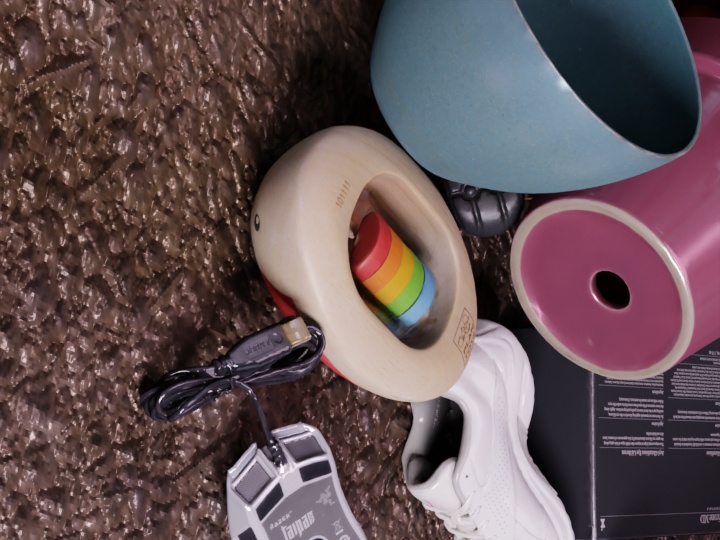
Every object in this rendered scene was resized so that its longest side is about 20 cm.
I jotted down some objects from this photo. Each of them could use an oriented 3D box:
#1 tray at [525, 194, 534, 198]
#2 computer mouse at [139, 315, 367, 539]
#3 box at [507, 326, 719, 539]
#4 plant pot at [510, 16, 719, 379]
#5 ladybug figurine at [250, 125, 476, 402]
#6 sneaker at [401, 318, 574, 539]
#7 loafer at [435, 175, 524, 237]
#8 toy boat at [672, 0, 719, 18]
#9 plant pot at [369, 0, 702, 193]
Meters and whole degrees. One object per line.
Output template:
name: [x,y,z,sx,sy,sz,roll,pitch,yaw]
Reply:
tray: [0.120,-0.149,1.556,0.098,0.037,0.202,-3,90,-55]
computer mouse: [-0.048,0.124,1.288,0.109,0.044,0.201,-31,119,-29]
box: [0.176,0.111,1.586,0.199,0.078,0.142,7,79,-55]
plant pot: [0.191,-0.033,1.457,0.179,0.199,0.201,-42,121,-42]
ladybug figurine: [0.000,0.000,1.344,0.200,0.072,0.136,50,49,-40]
sneaker: [0.067,0.138,1.446,0.099,0.078,0.201,-24,100,-45]
loafer: [0.062,-0.120,1.457,0.070,0.068,0.202,152,-72,-90]
toy boat: [0.239,-0.169,1.664,0.201,0.130,0.131,-85,-170,-47]
plant pot: [0.085,-0.124,1.344,0.200,0.134,0.201,36,38,-34]
